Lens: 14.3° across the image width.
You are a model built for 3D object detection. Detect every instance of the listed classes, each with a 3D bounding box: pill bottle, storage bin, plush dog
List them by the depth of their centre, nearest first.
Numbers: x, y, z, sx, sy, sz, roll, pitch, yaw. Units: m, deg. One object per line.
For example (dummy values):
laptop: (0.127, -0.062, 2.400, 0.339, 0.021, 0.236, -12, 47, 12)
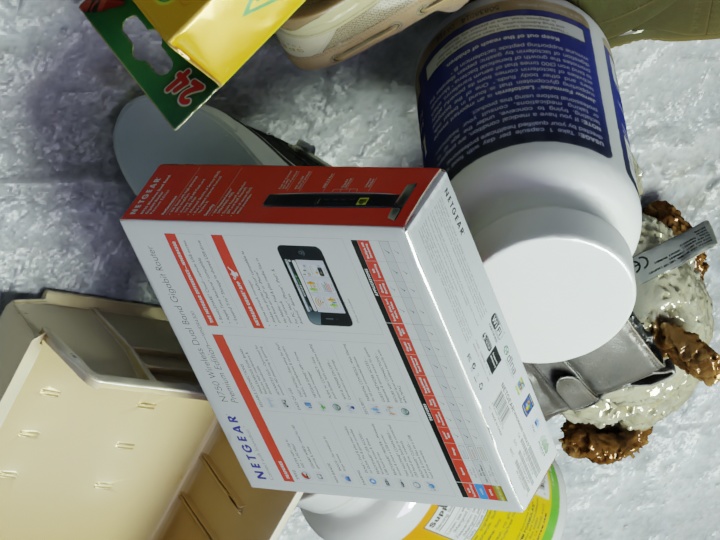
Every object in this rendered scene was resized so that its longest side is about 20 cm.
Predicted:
pill bottle: (0.093, -0.051, 1.569, 0.115, 0.200, 0.116, -2, 132, -2)
storage bin: (-0.146, 0.124, 1.673, 0.198, 0.094, 0.200, 9, 120, -40)
plush dog: (0.170, 0.035, 1.769, 0.200, 0.160, 0.172, -65, 158, -1)
pill bottle: (0.029, 0.130, 1.788, 0.200, 0.111, 0.111, 26, 108, -45)

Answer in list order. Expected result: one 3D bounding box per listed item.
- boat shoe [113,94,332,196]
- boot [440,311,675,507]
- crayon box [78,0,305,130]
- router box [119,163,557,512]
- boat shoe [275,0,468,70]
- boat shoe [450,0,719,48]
boat shoe: (-0.041, -0.039, 1.572, 0.074, 0.199, 0.068, -68, 169, 20)
boot: (0.063, 0.031, 1.649, 0.174, 0.069, 0.200, -37, 117, 18)
crayon box: (-0.063, -0.182, 1.448, 0.200, 0.127, 0.051, -46, 137, 6)
router box: (-0.010, 0.035, 1.515, 0.049, 0.179, 0.200, -57, 137, -38)
boat shoe: (0.040, -0.178, 1.572, 0.200, 0.071, 0.065, -27, 143, -2)
boat shoe: (0.144, -0.171, 1.649, 0.200, 0.066, 0.072, -1, 135, -10)
